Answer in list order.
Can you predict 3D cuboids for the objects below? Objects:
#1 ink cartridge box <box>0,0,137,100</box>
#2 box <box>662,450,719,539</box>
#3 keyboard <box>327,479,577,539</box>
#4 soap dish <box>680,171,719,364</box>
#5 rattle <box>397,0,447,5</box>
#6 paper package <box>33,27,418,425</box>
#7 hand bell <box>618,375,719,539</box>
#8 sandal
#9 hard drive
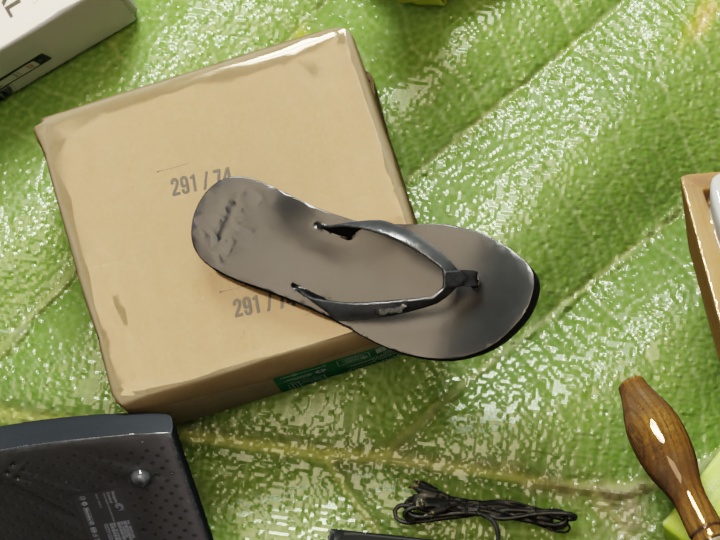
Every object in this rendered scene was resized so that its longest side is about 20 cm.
[{"bbox_3d":[-0.261,-0.175,1.479,0.200,0.084,0.146,-32,78,1],"label":"ink cartridge box"},{"bbox_3d":[0.286,0.164,1.375,0.200,0.048,0.122,38,87,12],"label":"box"},{"bbox_3d":[0.077,0.174,1.379,0.199,0.021,0.127,7,41,4],"label":"keyboard"},{"bbox_3d":[0.271,0.036,1.345,0.157,0.081,0.201,-5,61,-13],"label":"soap dish"},{"bbox_3d":[0.052,-0.266,1.435,0.130,0.143,0.200,40,93,30],"label":"rattle"},{"bbox_3d":[-0.069,-0.023,1.421,0.199,0.103,0.191,-18,80,3],"label":"paper package"},{"bbox_3d":[0.190,0.143,1.334,0.104,0.104,0.200,-27,60,2],"label":"hand bell"},{"bbox_3d":[-0.001,0.001,1.336,0.199,0.043,0.076,13,83,8],"label":"sandal"},{"bbox_3d":[-0.187,0.147,1.400,0.199,0.042,0.135,-10,123,10],"label":"hard drive"}]
